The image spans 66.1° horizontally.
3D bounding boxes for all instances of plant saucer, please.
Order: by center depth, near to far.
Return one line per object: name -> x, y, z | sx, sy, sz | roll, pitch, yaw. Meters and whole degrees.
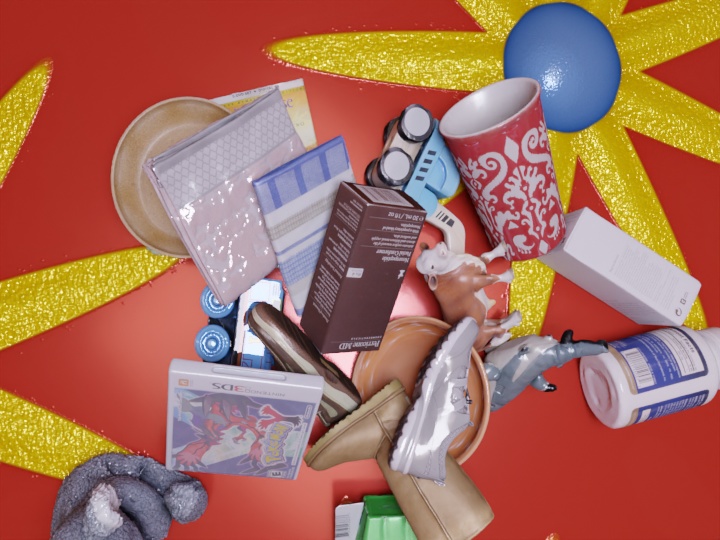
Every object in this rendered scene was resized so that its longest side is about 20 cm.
plant saucer -> -0.222, -0.118, 0.722 | 0.192, 0.035, 0.209 | 0, 86, -2
plant saucer -> 0.081, 0.165, 0.744 | 0.193, 0.037, 0.209 | -2, 86, 26

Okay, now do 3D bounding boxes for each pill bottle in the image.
pill bottle -> 0.423, 0.143, 0.779 | 0.192, 0.111, 0.115 | -12, 87, -6

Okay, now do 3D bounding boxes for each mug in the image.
mug -> 0.204, -0.140, 0.749 | 0.129, 0.180, 0.204 | -13, 123, 27

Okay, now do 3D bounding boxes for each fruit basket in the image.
fruit basket -> 0.052, 0.409, 0.748 | 0.177, 0.094, 0.209 | 0, 101, -5

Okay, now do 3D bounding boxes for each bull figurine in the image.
bull figurine -> 0.146, 0.030, 0.738 | 0.117, 0.066, 0.204 | -15, 127, 9

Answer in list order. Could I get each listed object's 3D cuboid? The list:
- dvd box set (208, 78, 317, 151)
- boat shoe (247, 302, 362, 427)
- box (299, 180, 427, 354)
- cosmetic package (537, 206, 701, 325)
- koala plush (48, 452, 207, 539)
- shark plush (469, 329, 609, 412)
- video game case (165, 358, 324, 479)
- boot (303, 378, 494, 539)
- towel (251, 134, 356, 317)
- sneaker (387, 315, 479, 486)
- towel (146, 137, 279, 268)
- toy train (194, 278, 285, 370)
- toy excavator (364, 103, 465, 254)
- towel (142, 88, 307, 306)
dvd box set -> -0.125, -0.154, 0.783 | 0.141, 0.029, 0.208 | -13, 88, -5
boat shoe -> -0.081, 0.132, 0.705 | 0.074, 0.075, 0.203 | -40, 113, 3
box -> 0.000, 0.000, 0.701 | 0.097, 0.075, 0.206 | 1, 119, -36
cosmetic package -> 0.362, -0.002, 0.789 | 0.196, 0.102, 0.075 | 33, 83, -4
koala plush -> -0.304, 0.317, 0.648 | 0.180, 0.200, 0.181 | 31, 84, -2
shark plush -> 0.236, 0.128, 0.747 | 0.196, 0.091, 0.085 | -30, 92, 25
video game case -> -0.149, 0.193, 0.686 | 0.175, 0.023, 0.204 | 9, 129, -12
boot -> 0.041, 0.267, 0.691 | 0.173, 0.066, 0.203 | -37, 73, 7
towel -> -0.053, -0.054, 0.718 | 0.145, 0.024, 0.205 | -34, 127, -26
sneaker -> 0.104, 0.155, 0.668 | 0.080, 0.075, 0.205 | 25, 79, 2
towel -> -0.187, -0.089, 0.750 | 0.192, 0.023, 0.159 | 8, 87, 0
toy train -> -0.162, 0.098, 0.737 | 0.110, 0.087, 0.209 | 7, 85, -11
toy excavator -> 0.099, -0.099, 0.778 | 0.196, 0.100, 0.200 | 28, 85, -12
towel -> -0.136, -0.091, 0.682 | 0.198, 0.032, 0.195 | -39, 120, -25
